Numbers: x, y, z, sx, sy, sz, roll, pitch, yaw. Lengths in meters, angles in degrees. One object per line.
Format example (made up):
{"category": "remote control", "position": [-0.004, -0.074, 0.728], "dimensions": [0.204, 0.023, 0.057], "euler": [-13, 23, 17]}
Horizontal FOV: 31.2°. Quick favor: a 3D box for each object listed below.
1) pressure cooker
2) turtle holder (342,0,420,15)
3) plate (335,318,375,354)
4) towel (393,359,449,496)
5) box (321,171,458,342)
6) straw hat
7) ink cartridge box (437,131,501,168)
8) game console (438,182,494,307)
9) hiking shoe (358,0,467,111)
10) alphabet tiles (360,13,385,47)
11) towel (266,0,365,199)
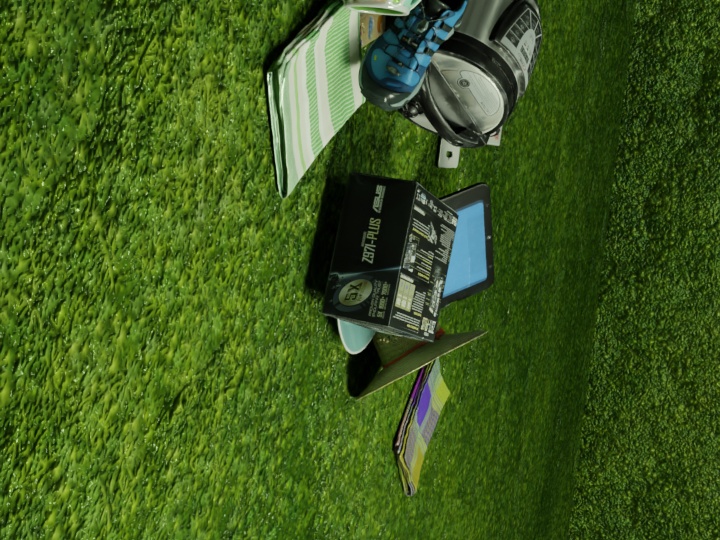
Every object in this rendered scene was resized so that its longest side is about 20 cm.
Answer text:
{"category": "pressure cooker", "position": [0.121, -0.257, 1.577], "dimensions": [0.179, 0.174, 0.202], "euler": [120, -7, -60]}
{"category": "turtle holder", "position": [0.018, -0.331, 1.318], "dimensions": [0.185, 0.139, 0.134], "euler": [-154, -113, -74]}
{"category": "plate", "position": [0.000, 0.000, 1.578], "dimensions": [0.200, 0.025, 0.204], "euler": [11, 90, -71]}
{"category": "towel", "position": [0.095, 0.232, 1.972], "dimensions": [0.145, 0.022, 0.202], "euler": [75, 31, -50]}
{"category": "box", "position": [0.039, -0.011, 1.514], "dimensions": [0.200, 0.085, 0.167], "euler": [22, 79, -70]}
{"category": "straw hat", "position": [0.061, 0.087, 1.670], "dimensions": [0.086, 0.199, 0.201], "euler": [62, 20, 5]}
{"category": "ink cartridge box", "position": [0.169, -0.246, 1.882], "dimensions": [0.116, 0.066, 0.204], "euler": [-13, 111, -70]}
{"category": "game console", "position": [0.118, 0.007, 1.775], "dimensions": [0.177, 0.114, 0.202], "euler": [-77, 164, -45]}
{"category": "hiking shoe", "position": [0.058, -0.262, 1.408], "dimensions": [0.201, 0.074, 0.087], "euler": [-59, 176, -33]}
{"category": "alphabet tiles", "position": [0.005, -0.337, 1.453], "dimensions": [0.200, 0.006, 0.169], "euler": [-46, 141, -58]}
{"category": "towel", "position": [-0.042, -0.192, 1.351], "dimensions": [0.201, 0.023, 0.154], "euler": [-57, 152, -47]}
